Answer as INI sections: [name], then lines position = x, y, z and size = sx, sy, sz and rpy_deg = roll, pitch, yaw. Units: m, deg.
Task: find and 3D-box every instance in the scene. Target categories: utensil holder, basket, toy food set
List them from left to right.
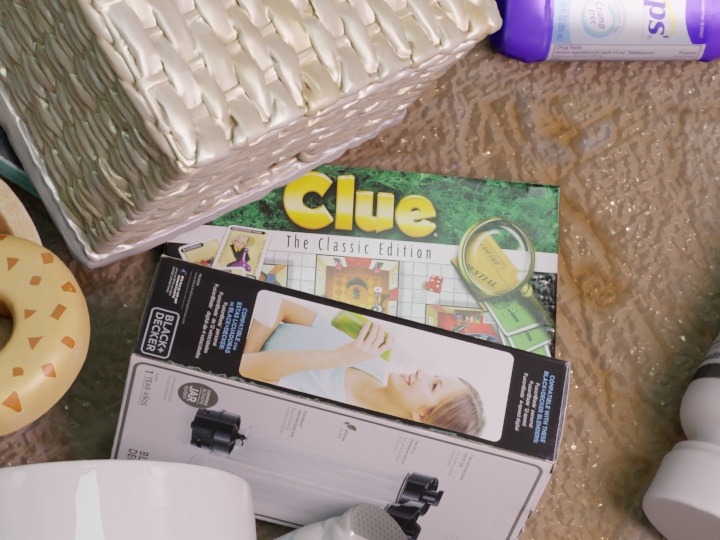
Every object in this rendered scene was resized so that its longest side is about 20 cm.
[toy food set]
position = -0.236, 0.017, 1.067
size = 0.198, 0.049, 0.200
rpy_deg = -29, 68, -16
[utensil holder]
position = -0.121, 0.198, 1.054
size = 0.169, 0.170, 0.201
rpy_deg = -2, 73, -8
[basket]
position = -0.074, -0.140, 1.111
size = 0.198, 0.161, 0.200
rpy_deg = -27, 86, -27

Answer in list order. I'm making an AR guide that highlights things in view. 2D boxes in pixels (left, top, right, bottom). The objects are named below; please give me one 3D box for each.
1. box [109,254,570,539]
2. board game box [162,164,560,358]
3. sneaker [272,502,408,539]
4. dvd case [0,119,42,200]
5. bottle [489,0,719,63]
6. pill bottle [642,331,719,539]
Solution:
[box]
position = -0.012, 0.072, 1.121
size = 0.199, 0.117, 0.060
rpy_deg = 15, 53, -2
[board game box]
position = 0.000, 0.000, 1.194
size = 0.199, 0.023, 0.105
rpy_deg = 4, 73, -6
[sneaker]
position = 0.004, 0.212, 1.122
size = 0.080, 0.070, 0.201
rpy_deg = -18, 90, 25
[dvd case]
position = -0.134, -0.132, 1.182
size = 0.146, 0.022, 0.200
rpy_deg = 33, 65, -13
[bottle]
position = 0.166, -0.148, 1.228
size = 0.199, 0.065, 0.084
rpy_deg = 0, 93, -8
[pill bottle]
position = 0.227, 0.053, 1.161
size = 0.114, 0.114, 0.200
rpy_deg = 32, 74, 2
